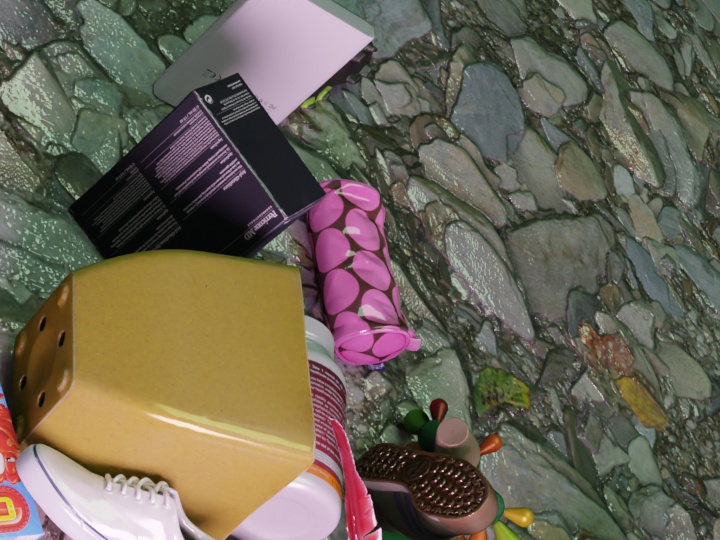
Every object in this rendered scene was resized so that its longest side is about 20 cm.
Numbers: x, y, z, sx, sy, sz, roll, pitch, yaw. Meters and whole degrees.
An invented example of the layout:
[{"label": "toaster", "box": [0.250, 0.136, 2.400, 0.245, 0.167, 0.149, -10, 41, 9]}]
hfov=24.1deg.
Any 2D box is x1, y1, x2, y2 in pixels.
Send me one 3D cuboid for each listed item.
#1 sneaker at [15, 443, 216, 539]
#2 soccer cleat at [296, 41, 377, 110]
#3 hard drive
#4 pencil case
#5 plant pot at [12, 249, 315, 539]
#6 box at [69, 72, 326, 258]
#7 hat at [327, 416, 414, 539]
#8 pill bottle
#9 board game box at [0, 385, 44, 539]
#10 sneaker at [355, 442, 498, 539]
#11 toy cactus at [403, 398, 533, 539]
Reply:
[{"label": "sneaker", "box": [-0.178, 0.191, 1.325, 0.200, 0.071, 0.073, 41, 9, -20]}, {"label": "soccer cleat", "box": [-0.062, -0.234, 1.918, 0.084, 0.065, 0.200, 31, 34, 22]}, {"label": "hard drive", "box": [-0.100, -0.215, 1.723, 0.132, 0.200, 0.027, 26, 43, -32]}, {"label": "pencil case", "box": [0.000, 0.000, 1.754, 0.093, 0.091, 0.201, -6, 61, -10]}, {"label": "plant pot", "box": [-0.177, 0.098, 1.397, 0.199, 0.195, 0.195, 17, 48, -30]}, {"label": "box", "box": [-0.150, -0.062, 1.540, 0.141, 0.200, 0.079, 55, 36, 3]}, {"label": "hat", "box": [-0.010, 0.257, 1.478, 0.176, 0.200, 0.166, 34, -3, 1]}, {"label": "pill bottle", "box": [-0.069, 0.142, 1.533, 0.113, 0.113, 0.200, 31, 42, -28]}, {"label": "board game box", "box": [-0.358, 0.128, 1.272, 0.200, 0.056, 0.196, 2, 58, -47]}, {"label": "sneaker", "box": [0.076, 0.223, 1.582, 0.067, 0.200, 0.090, -43, 117, -21]}, {"label": "toy cactus", "box": [0.107, 0.196, 1.657, 0.165, 0.102, 0.200, 77, -10, -56]}]
